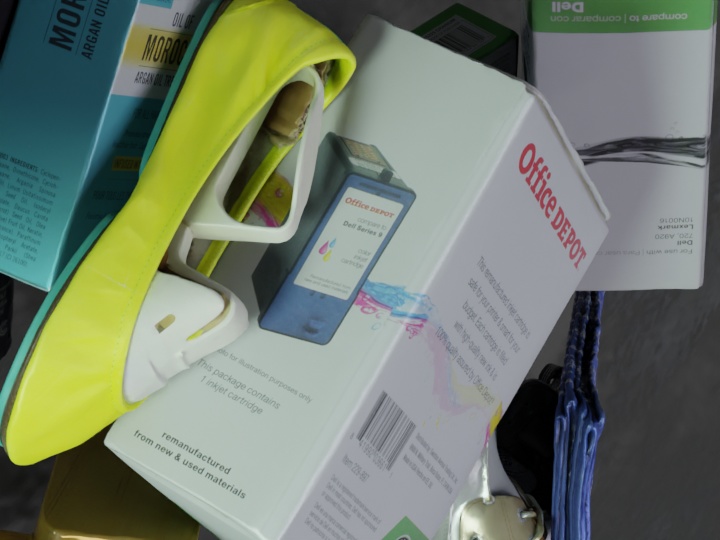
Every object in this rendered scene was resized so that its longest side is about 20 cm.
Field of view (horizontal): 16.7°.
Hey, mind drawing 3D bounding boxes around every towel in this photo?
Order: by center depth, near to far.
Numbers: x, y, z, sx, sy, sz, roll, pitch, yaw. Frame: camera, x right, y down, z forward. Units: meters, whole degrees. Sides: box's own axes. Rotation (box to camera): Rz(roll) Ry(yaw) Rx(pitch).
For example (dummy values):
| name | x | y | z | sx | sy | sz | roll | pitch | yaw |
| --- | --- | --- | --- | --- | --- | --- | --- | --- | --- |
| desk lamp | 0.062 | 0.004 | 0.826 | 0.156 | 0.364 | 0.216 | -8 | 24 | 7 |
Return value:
| name | x | y | z | sx | sy | sz | roll | pitch | yaw |
| --- | --- | --- | --- | --- | --- | --- | --- | --- | --- |
| towel | 0.115 | 0.093 | 1.254 | 0.200 | 0.024 | 0.146 | -69 | 161 | -66 |

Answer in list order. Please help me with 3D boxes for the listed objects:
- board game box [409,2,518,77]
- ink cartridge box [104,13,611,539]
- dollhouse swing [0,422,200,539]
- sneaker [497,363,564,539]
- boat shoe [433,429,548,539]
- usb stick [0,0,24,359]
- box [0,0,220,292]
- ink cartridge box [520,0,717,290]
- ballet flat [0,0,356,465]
| name | x | y | z | sx | sy | sz | roll | pitch | yaw |
| --- | --- | --- | --- | --- | --- | --- | --- | --- | --- |
| board game box | 0.009 | -0.006 | 1.163 | 0.153 | 0.040 | 0.201 | -34 | 140 | -33 |
| ink cartridge box | 0.006 | 0.024 | 0.972 | 0.201 | 0.087 | 0.145 | -58 | 154 | -9 |
| dollhouse swing | -0.177 | 0.160 | 1.056 | 0.182 | 0.175 | 0.201 | -90 | -163 | -69 |
| sneaker | 0.039 | 0.101 | 1.266 | 0.199 | 0.075 | 0.115 | -12 | 120 | -49 |
| boat shoe | 0.057 | 0.126 | 1.178 | 0.075 | 0.068 | 0.202 | -43 | 140 | -72 |
| usb stick | -0.151 | -0.043 | 0.928 | 0.055 | 0.032 | 0.201 | -36 | 142 | -47 |
| box | -0.088 | -0.095 | 0.917 | 0.082 | 0.049 | 0.201 | -5 | 115 | -69 |
| ink cartridge box | 0.115 | -0.109 | 1.118 | 0.147 | 0.084 | 0.201 | -88 | 175 | -48 |
| ballet flat | -0.062 | -0.011 | 0.895 | 0.201 | 0.067 | 0.067 | -63 | 164 | -16 |
